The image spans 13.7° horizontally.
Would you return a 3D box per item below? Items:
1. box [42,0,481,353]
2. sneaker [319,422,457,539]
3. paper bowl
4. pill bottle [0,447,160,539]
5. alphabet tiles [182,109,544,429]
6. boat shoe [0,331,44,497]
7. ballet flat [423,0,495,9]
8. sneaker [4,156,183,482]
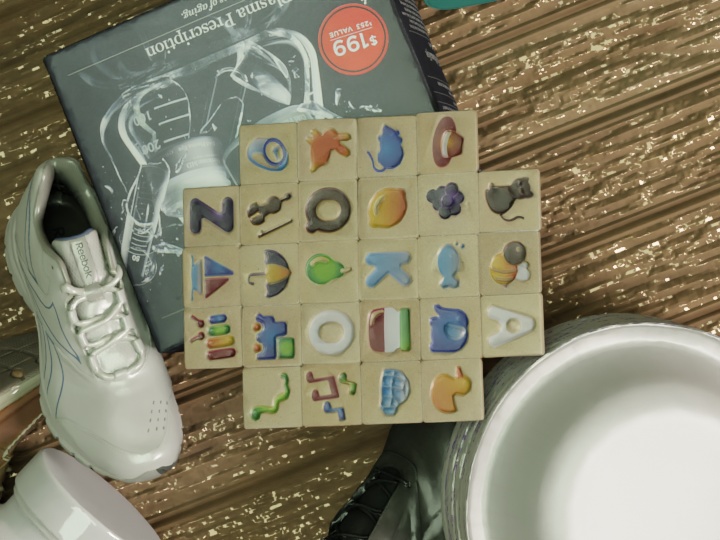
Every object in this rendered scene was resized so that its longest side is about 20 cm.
[{"bbox_3d":[-0.046,-0.073,1.690,0.200,0.104,0.182,-23,87,9],"label":"box"},{"bbox_3d":[0.014,0.156,1.674,0.091,0.076,0.200,13,89,-33],"label":"sneaker"},{"bbox_3d":[0.150,0.126,1.624,0.200,0.104,0.201,-1,94,-13],"label":"paper bowl"},{"bbox_3d":[-0.210,0.206,1.707,0.116,0.116,0.200,42,96,8],"label":"pill bottle"},{"bbox_3d":[0.000,0.000,1.615,0.200,0.006,0.167,-3,84,14],"label":"alphabet tiles"},{"bbox_3d":[-0.239,0.109,1.744,0.200,0.076,0.072,-34,118,-1],"label":"boat shoe"},{"bbox_3d":[0.123,-0.191,1.687,0.200,0.069,0.070,-4,88,10],"label":"ballet flat"},{"bbox_3d":[-0.154,0.027,1.681,0.074,0.087,0.200,-18,65,-16],"label":"sneaker"}]
